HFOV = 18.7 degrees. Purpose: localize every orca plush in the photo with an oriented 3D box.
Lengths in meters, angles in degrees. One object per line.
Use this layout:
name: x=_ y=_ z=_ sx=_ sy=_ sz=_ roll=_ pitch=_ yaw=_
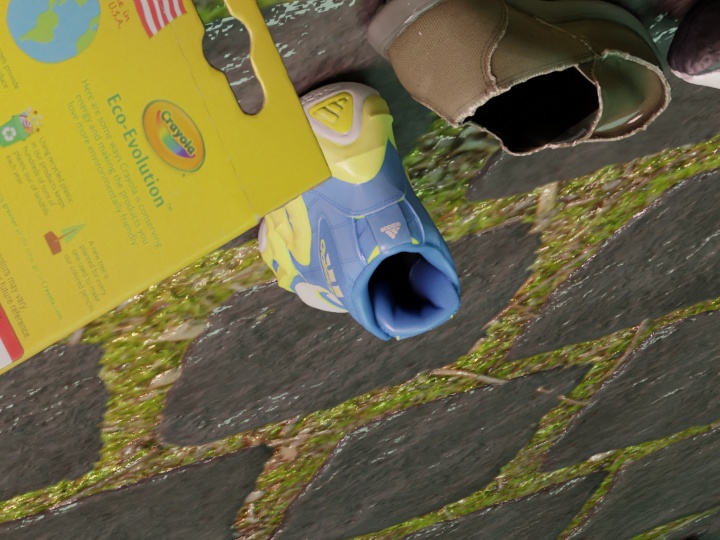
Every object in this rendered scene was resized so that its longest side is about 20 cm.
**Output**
orca plush: x=0.240 y=-0.119 z=1.048 sx=0.199 sy=0.105 sz=0.072 roll=7 pitch=108 yaw=-15

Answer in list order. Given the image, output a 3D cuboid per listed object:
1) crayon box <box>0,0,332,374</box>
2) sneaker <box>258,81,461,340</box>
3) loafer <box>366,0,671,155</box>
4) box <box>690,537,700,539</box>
crayon box: x=-0.121 y=-0.040 z=0.735 sx=0.199 sy=0.128 sz=0.051 roll=-30 pitch=-158 yaw=-18
sneaker: x=0.000 y=0.000 z=1.010 sx=0.075 sy=0.105 sz=0.200 roll=-24 pitch=158 yaw=-4
loafer: x=0.078 y=-0.078 z=0.967 sx=0.075 sy=0.070 sz=0.199 roll=-39 pitch=155 yaw=30
box: x=0.256 y=0.351 z=2.103 sx=0.163 sy=0.086 sz=0.200 roll=-21 pitch=158 yaw=-10
